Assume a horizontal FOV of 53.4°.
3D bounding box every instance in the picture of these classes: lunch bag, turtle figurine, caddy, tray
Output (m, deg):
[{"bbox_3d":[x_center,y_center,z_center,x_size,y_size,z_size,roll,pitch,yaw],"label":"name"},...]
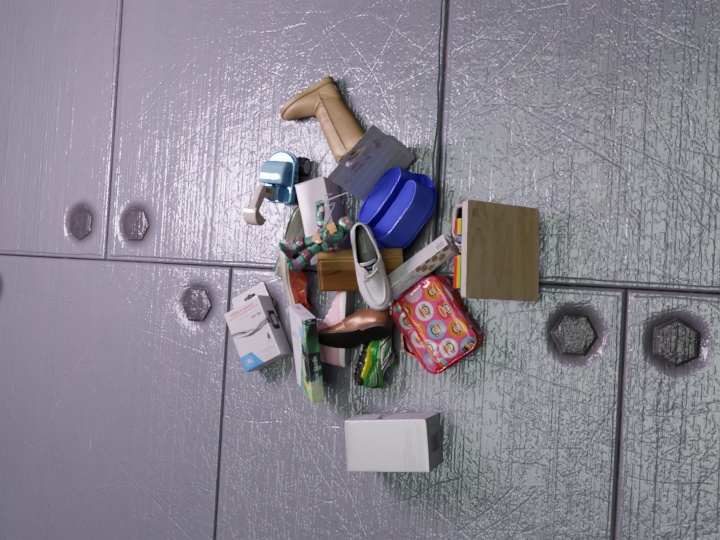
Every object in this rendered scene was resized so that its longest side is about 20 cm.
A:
[{"bbox_3d":[0.164,0.128,1.636,0.175,0.082,0.202,-37,77,21],"label":"lunch bag"},{"bbox_3d":[-0.086,-0.083,1.609,0.199,0.150,0.101,-37,114,3],"label":"turtle figurine"},{"bbox_3d":[0.090,-0.141,1.666,0.201,0.104,0.142,-53,47,13],"label":"caddy"},{"bbox_3d":[0.000,0.000,1.667,0.196,0.037,0.100,-1,128,3],"label":"tray"}]

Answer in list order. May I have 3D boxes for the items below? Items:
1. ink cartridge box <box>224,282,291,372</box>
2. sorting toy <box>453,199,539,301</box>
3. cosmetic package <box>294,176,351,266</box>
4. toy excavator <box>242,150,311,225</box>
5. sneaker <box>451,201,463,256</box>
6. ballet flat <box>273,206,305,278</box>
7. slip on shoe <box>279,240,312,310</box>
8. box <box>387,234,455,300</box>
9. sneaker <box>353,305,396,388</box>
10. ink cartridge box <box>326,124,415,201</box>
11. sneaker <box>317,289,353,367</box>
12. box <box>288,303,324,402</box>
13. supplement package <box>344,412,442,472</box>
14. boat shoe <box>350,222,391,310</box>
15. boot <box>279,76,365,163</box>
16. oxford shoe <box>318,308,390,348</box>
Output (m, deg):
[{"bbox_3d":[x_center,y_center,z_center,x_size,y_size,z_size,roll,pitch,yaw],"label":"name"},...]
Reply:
[{"bbox_3d":[-0.269,0.142,1.820,0.115,0.067,0.203,-28,77,20],"label":"ink cartridge box"},{"bbox_3d":[0.288,-0.038,1.543,0.069,0.196,0.204,-6,81,62],"label":"sorting toy"},{"bbox_3d":[-0.087,-0.117,1.734,0.089,0.107,0.203,-17,80,17],"label":"cosmetic package"},{"bbox_3d":[-0.216,-0.202,1.742,0.098,0.199,0.198,7,90,23],"label":"toy excavator"},{"bbox_3d":[0.238,-0.052,1.604,0.074,0.090,0.204,-12,83,21],"label":"sneaker"},{"bbox_3d":[-0.160,-0.064,1.774,0.062,0.067,0.202,28,121,11],"label":"ballet flat"},{"bbox_3d":[-0.159,0.017,1.749,0.060,0.074,0.203,-14,116,-7],"label":"slip on shoe"},{"bbox_3d":[0.124,-0.003,1.623,0.199,0.039,0.042,-37,37,15],"label":"box"},{"bbox_3d":[0.050,0.181,1.693,0.084,0.078,0.203,18,87,-14],"label":"sneaker"},{"bbox_3d":[0.019,-0.248,1.646,0.161,0.199,0.050,-47,54,13],"label":"ink cartridge box"},{"bbox_3d":[-0.074,0.128,1.734,0.103,0.075,0.204,5,94,17],"label":"sneaker"},{"bbox_3d":[-0.129,0.194,1.700,0.036,0.144,0.204,-10,103,-17],"label":"box"},{"bbox_3d":[0.076,0.392,1.638,0.197,0.117,0.120,-6,86,21],"label":"supplement package"},{"bbox_3d":[0.022,-0.010,1.589,0.071,0.066,0.204,-11,87,3],"label":"boat shoe"},{"bbox_3d":[-0.093,-0.355,1.772,0.174,0.066,0.202,-31,78,19],"label":"boot"},{"bbox_3d":[-0.016,0.131,1.656,0.197,0.071,0.072,-15,49,25],"label":"oxford shoe"}]
